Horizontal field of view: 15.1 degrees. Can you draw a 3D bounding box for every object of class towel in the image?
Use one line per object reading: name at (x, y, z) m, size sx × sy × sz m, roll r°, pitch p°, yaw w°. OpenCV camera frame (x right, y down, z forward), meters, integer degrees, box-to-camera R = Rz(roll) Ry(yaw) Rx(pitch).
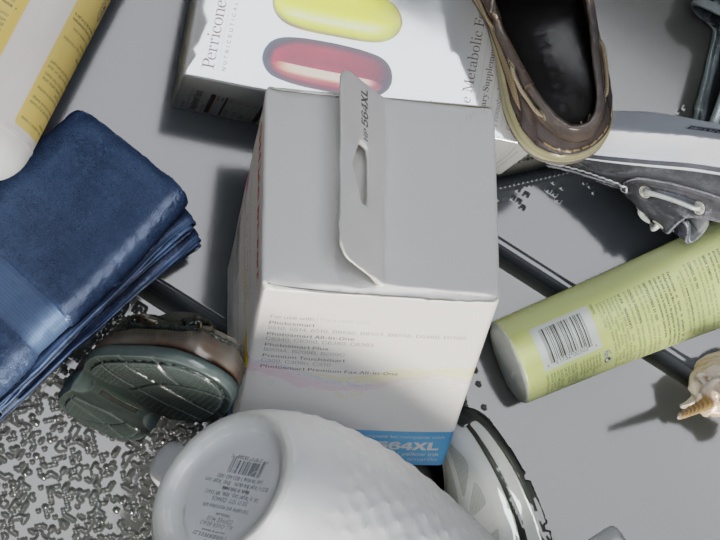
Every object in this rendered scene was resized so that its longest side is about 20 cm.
towel at (-0.191, 0.008, 1.502) m, size 0.200 × 0.049 × 0.112 m, roll -44°, pitch 62°, yaw -9°

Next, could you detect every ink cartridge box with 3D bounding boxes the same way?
ink cartridge box at (0.000, 0.000, 1.448) m, size 0.125 × 0.200 × 0.129 m, roll 4°, pitch 57°, yaw -8°

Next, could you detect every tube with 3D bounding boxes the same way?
tube at (0.173, 0.017, 1.566) m, size 0.199 × 0.058 × 0.052 m, roll -23°, pitch 67°, yaw -11°

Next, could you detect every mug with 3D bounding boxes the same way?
mug at (-0.037, 0.148, 1.431) m, size 0.148 × 0.200 × 0.175 m, roll -54°, pitch 130°, yaw -9°

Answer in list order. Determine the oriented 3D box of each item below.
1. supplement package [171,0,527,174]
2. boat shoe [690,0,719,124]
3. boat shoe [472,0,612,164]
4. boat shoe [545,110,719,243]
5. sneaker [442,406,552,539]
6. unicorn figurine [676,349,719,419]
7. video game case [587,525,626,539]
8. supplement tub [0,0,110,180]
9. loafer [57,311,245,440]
supplement package at (0.002, -0.132, 1.523) m, size 0.199 × 0.110 × 0.114 m, roll 10°, pitch 83°, yaw -7°
boat shoe at (0.229, -0.150, 1.577) m, size 0.071 × 0.070 × 0.202 m, roll 10°, pitch 86°, yaw -10°
boat shoe at (0.093, -0.158, 1.445) m, size 0.074 × 0.073 × 0.201 m, roll -21°, pitch 87°, yaw -10°
boat shoe at (0.182, -0.050, 1.534) m, size 0.199 × 0.072 × 0.068 m, roll 9°, pitch 105°, yaw 25°
sneaker at (0.052, 0.184, 1.516) m, size 0.115 × 0.076 × 0.201 m, roll -18°, pitch 90°, yaw -11°
unicorn figurine at (0.275, 0.055, 1.569) m, size 0.137 × 0.074 × 0.200 m, roll 36°, pitch 69°, yaw -2°
video game case at (0.117, 0.267, 1.497) m, size 0.182 × 0.023 × 0.200 m, roll -33°, pitch 107°, yaw 5°
supplement tub at (-0.222, -0.138, 1.475) m, size 0.145 × 0.145 × 0.200 m, roll 27°, pitch 81°, yaw -4°
loafer at (-0.110, 0.044, 1.447) m, size 0.072 × 0.200 × 0.063 m, roll 31°, pitch 70°, yaw -16°
